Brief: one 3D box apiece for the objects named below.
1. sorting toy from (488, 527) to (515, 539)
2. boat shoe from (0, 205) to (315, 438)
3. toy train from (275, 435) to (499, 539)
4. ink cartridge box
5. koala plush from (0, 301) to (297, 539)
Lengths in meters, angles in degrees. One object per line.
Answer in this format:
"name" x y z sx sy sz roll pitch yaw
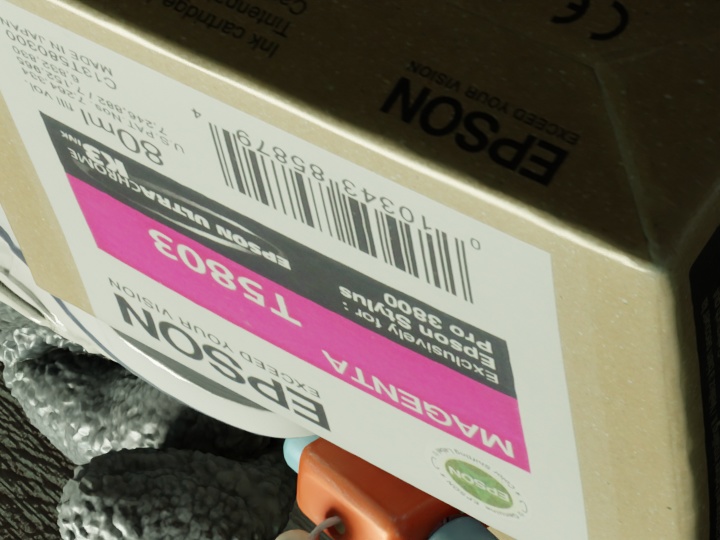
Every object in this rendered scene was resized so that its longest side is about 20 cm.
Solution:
"sorting toy" 0.028 0.056 1.306 0.185 0.036 0.200 42 167 10
"boat shoe" -0.071 -0.015 0.809 0.200 0.073 0.066 41 156 25
"toy train" 0.000 0.000 0.833 0.200 0.150 0.056 43 144 36
"ink cartridge box" 0.004 -0.023 0.665 0.199 0.075 0.165 25 155 22
"koala plush" -0.097 -0.009 1.013 0.199 0.178 0.184 30 -179 -10
